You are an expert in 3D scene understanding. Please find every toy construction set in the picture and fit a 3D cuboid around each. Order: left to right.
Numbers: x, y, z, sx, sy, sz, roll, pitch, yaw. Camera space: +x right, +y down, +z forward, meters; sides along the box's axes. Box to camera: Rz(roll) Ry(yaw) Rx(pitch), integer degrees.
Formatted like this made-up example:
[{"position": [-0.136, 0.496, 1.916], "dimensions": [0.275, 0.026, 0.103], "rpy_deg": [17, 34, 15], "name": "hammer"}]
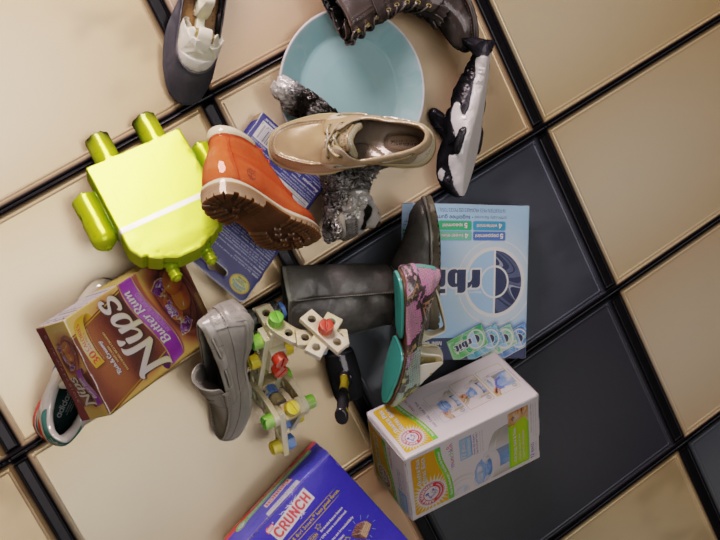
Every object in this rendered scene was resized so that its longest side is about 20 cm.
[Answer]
[{"position": [-0.090, 0.114, 1.444], "dimensions": [0.091, 0.201, 0.132], "rpy_deg": [-10, 53, -37], "name": "toy construction set"}]

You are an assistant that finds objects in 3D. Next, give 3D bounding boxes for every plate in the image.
[{"position": [-0.013, -0.227, 1.532], "dimensions": [0.197, 0.026, 0.204], "rpy_deg": [-1, 92, -22], "name": "plate"}]

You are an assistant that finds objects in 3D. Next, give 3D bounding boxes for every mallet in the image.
[{"position": [-0.023, 0.135, 1.459], "dimensions": [0.041, 0.200, 0.067], "rpy_deg": [-14, 93, 3], "name": "mallet"}]

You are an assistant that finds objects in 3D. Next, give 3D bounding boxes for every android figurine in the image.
[{"position": [-0.233, -0.083, 1.401], "dimensions": [0.180, 0.041, 0.201], "rpy_deg": [-27, 75, -19], "name": "android figurine"}]

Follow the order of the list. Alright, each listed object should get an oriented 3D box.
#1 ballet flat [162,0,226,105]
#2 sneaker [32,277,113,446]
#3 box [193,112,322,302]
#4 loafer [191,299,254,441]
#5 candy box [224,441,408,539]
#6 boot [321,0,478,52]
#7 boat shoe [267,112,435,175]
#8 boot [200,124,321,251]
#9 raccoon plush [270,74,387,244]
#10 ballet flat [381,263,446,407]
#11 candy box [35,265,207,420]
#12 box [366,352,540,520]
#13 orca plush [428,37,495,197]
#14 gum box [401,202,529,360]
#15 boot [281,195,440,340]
[{"position": [-0.189, -0.297, 1.434], "dimensions": [0.072, 0.073, 0.203], "rpy_deg": [12, 89, -22], "name": "ballet flat"}, {"position": [-0.312, 0.108, 1.391], "dimensions": [0.070, 0.093, 0.202], "rpy_deg": [24, 84, -21], "name": "sneaker"}, {"position": [-0.135, -0.075, 1.477], "dimensions": [0.121, 0.032, 0.201], "rpy_deg": [41, 70, -19], "name": "box"}, {"position": [-0.167, 0.123, 1.428], "dimensions": [0.069, 0.070, 0.202], "rpy_deg": [-21, 132, -31], "name": "loafer"}, {"position": [-0.044, 0.347, 1.520], "dimensions": [0.169, 0.077, 0.201], "rpy_deg": [-45, 108, -13], "name": "candy box"}, {"position": [0.039, -0.324, 1.509], "dimensions": [0.174, 0.069, 0.201], "rpy_deg": [-38, 95, -29], "name": "boot"}, {"position": [-0.014, -0.149, 1.395], "dimensions": [0.197, 0.065, 0.073], "rpy_deg": [2, 84, 9], "name": "boat shoe"}, {"position": [-0.112, -0.094, 1.414], "dimensions": [0.200, 0.074, 0.109], "rpy_deg": [35, 41, -53], "name": "boot"}, {"position": [-0.051, -0.123, 1.473], "dimensions": [0.199, 0.097, 0.135], "rpy_deg": [32, 82, 10], "name": "raccoon plush"}, {"position": [0.068, 0.081, 1.473], "dimensions": [0.070, 0.069, 0.203], "rpy_deg": [-2, 121, -12], "name": "ballet flat"}, {"position": [-0.259, 0.069, 1.380], "dimensions": [0.200, 0.056, 0.118], "rpy_deg": [-39, 109, -48], "name": "candy box"}, {"position": [0.118, 0.209, 1.545], "dimensions": [0.198, 0.101, 0.114], "rpy_deg": [-22, 128, -19], "name": "box"}, {"position": [0.116, -0.199, 1.558], "dimensions": [0.070, 0.105, 0.203], "rpy_deg": [14, 119, 17], "name": "orca plush"}, {"position": [0.136, 0.014, 1.592], "dimensions": [0.167, 0.044, 0.204], "rpy_deg": [0, 92, -21], "name": "gum box"}, {"position": [0.000, -0.001, 1.507], "dimensions": [0.197, 0.073, 0.185], "rpy_deg": [0, 92, -1], "name": "boot"}]
